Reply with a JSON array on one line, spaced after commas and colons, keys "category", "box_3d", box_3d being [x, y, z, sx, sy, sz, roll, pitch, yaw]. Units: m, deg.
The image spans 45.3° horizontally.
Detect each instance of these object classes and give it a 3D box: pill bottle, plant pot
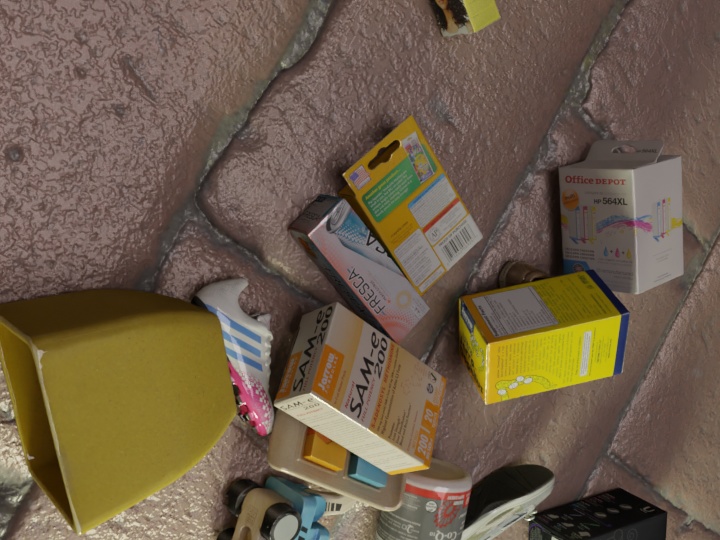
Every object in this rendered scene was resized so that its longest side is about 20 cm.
[{"category": "pill bottle", "box_3d": [0.078, 0.362, 1.164, 0.115, 0.116, 0.201, 7, 95, -30]}, {"category": "plant pot", "box_3d": [-0.246, 0.119, 0.899, 0.199, 0.194, 0.196, -16, 107, -32]}]

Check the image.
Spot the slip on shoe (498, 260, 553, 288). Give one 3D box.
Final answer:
[{"category": "slip on shoe", "box_3d": [0.286, 0.051, 1.258, 0.200, 0.061, 0.076, 38, 80, -29]}]

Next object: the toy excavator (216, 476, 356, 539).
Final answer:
[{"category": "toy excavator", "box_3d": [-0.066, 0.307, 1.097, 0.200, 0.100, 0.195, 18, 89, -45]}]

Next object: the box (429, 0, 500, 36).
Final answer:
[{"category": "box", "box_3d": [0.105, -0.395, 1.069, 0.050, 0.075, 0.201, -32, 112, -21]}]

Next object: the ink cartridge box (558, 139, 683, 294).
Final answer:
[{"category": "ink cartridge box", "box_3d": [0.371, -0.083, 1.234, 0.125, 0.128, 0.201, -17, 106, -38]}]

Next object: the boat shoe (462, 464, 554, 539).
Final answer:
[{"category": "boat shoe", "box_3d": [0.198, 0.351, 1.259, 0.201, 0.074, 0.065, -28, 117, -18]}]

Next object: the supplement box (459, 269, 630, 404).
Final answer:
[{"category": "supplement box", "box_3d": [0.244, 0.088, 1.167, 0.199, 0.109, 0.110, -11, 125, -9]}]

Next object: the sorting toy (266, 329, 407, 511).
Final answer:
[{"category": "sorting toy", "box_3d": [-0.012, 0.186, 1.084, 0.200, 0.036, 0.186, 27, 58, -29]}]

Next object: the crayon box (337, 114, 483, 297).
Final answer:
[{"category": "crayon box", "box_3d": [0.060, -0.083, 1.111, 0.126, 0.052, 0.200, -42, 117, -17]}]

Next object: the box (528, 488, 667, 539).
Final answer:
[{"category": "box", "box_3d": [0.371, 0.435, 1.350, 0.199, 0.106, 0.123, -7, 103, -29]}]

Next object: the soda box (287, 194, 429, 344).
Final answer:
[{"category": "soda box", "box_3d": [0.000, 0.000, 1.085, 0.068, 0.064, 0.200, -47, 118, -14]}]

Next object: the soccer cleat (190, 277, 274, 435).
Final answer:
[{"category": "soccer cleat", "box_3d": [-0.130, 0.101, 1.025, 0.086, 0.070, 0.201, -30, 112, -22]}]

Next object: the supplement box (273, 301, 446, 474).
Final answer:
[{"category": "supplement box", "box_3d": [0.006, 0.146, 1.043, 0.200, 0.073, 0.126, 36, 52, -29]}]
